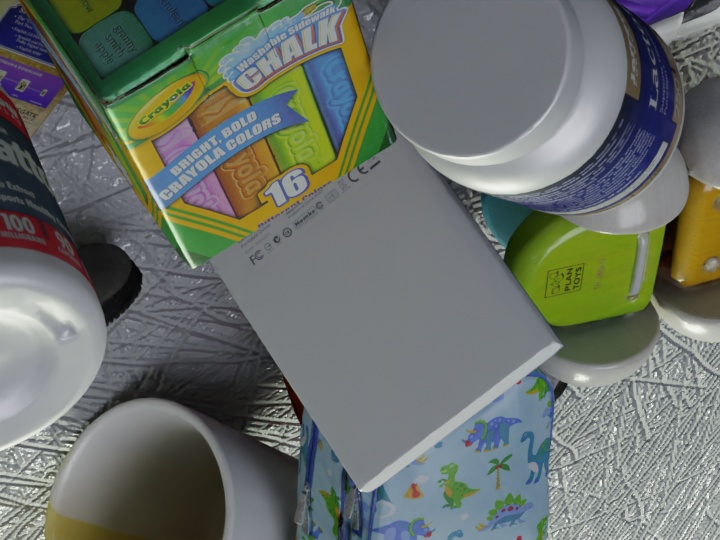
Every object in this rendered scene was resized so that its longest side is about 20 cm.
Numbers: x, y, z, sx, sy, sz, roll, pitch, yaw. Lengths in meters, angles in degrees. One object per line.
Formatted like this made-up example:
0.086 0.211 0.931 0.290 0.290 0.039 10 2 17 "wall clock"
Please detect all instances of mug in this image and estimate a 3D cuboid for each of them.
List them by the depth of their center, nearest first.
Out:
-0.107 0.174 1.267 0.187 0.149 0.153 -35 151 24 "mug"

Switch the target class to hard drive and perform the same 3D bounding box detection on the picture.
0.000 0.000 1.083 0.132 0.200 0.025 -38 161 11 "hard drive"

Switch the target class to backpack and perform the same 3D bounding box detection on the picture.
0.041 0.102 1.167 0.163 0.154 0.200 -5 104 -17 "backpack"

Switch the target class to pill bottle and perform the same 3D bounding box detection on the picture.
-0.196 -0.026 0.882 0.120 0.200 0.120 -17 141 -14 "pill bottle"
0.083 -0.090 0.972 0.116 0.116 0.200 -41 164 14 "pill bottle"

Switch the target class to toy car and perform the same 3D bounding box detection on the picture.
0.160 -0.043 1.173 0.200 0.150 0.175 -18 137 -20 "toy car"

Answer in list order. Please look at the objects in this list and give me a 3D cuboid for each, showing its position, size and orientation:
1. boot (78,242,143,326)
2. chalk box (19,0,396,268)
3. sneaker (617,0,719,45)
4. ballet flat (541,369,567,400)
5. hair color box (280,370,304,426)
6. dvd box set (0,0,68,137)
-0.194 -0.010 1.039 0.070 0.200 0.132 -23 101 26 "boot"
-0.080 -0.118 0.905 0.124 0.125 0.200 -33 150 -6 "chalk box"
0.122 -0.155 1.100 0.200 0.070 0.100 -31 133 -1 "sneaker"
0.144 0.025 1.331 0.066 0.057 0.200 37 105 -20 "ballet flat"
-0.005 0.035 1.227 0.101 0.061 0.200 -23 140 -8 "hair color box"
-0.170 -0.151 0.945 0.146 0.029 0.200 17 123 -43 "dvd box set"
